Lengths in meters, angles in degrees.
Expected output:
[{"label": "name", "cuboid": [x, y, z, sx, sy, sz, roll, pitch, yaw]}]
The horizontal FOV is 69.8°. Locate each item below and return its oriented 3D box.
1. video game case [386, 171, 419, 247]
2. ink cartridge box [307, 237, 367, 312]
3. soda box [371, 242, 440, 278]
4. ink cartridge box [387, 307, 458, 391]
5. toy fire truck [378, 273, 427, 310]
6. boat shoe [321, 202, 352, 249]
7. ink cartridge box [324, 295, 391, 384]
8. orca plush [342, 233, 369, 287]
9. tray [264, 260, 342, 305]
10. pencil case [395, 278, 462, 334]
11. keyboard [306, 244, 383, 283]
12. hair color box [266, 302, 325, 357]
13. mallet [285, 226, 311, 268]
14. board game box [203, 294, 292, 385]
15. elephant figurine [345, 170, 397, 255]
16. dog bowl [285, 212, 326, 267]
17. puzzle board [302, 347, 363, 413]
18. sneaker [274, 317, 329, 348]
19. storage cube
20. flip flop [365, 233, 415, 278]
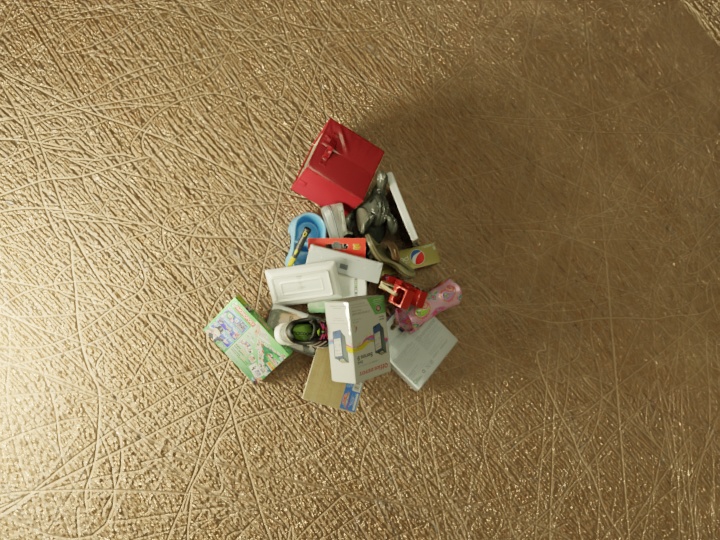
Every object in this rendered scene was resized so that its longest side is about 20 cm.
[{"label": "video game case", "cuboid": [0.124, -0.169, 1.486, 0.024, 0.182, 0.201, -22, 84, 6]}, {"label": "ink cartridge box", "cuboid": [-0.062, 0.016, 1.379, 0.159, 0.050, 0.202, 0, 113, 2]}, {"label": "soda box", "cuboid": [0.127, -0.025, 1.508, 0.199, 0.068, 0.065, -15, 83, -19]}, {"label": "ink cartridge box", "cuboid": [0.150, 0.203, 1.476, 0.200, 0.043, 0.196, 45, 68, 1]}, {"label": "toy fire truck", "cuboid": [0.098, 0.053, 1.355, 0.140, 0.200, 0.049, 17, 98, -38]}, {"label": "boat shoe", "cuboid": [-0.050, -0.090, 1.433, 0.066, 0.074, 0.201, -20, 115, -11]}, {"label": "ink cartridge box", "cuboid": [-0.004, 0.169, 1.297, 0.145, 0.087, 0.202, -6, 93, -48]}, {"label": "orca plush", "cuboid": [0.000, 0.000, 1.412, 0.105, 0.071, 0.202, -11, 105, -41]}, {"label": "tray", "cuboid": [-0.152, 0.039, 1.360, 0.198, 0.022, 0.108, -8, 107, 13]}, {"label": "pencil case", "cuboid": [0.191, 0.100, 1.449, 0.199, 0.087, 0.088, -30, 87, -23]}, {"label": "keyboard", "cuboid": [-0.042, -0.018, 1.359, 0.198, 0.011, 0.057, 15, 100, 1]}, {"label": "hair color box", "cuboid": [-0.157, 0.167, 1.381, 0.199, 0.061, 0.100, 19, 74, -11]}, {"label": "mallet", "cuboid": [-0.188, -0.035, 1.369, 0.065, 0.201, 0.041, 25, 27, 5]}, {"label": "board game box", "cuboid": [-0.287, 0.179, 1.315, 0.134, 0.029, 0.200, -42, 92, 17]}, {"label": "elephant figurine", "cuboid": [0.038, -0.151, 1.440, 0.141, 0.200, 0.155, -43, 92, -21]}, {"label": "dog bowl", "cuboid": [-0.148, -0.070, 1.445, 0.111, 0.050, 0.202, 7, 75, -15]}, {"label": "puzzle board", "cuboid": [-0.055, 0.257, 1.355, 0.150, 0.017, 0.201, 21, 74, -17]}, {"label": "sneaker", "cuboid": [-0.110, 0.156, 1.293, 0.198, 0.087, 0.074, 3, 78, -25]}, {"label": "storage cube", "cuboid": [-0.066, -0.279, 1.444, 0.179, 0.200, 0.172, 28, 70, -15]}, {"label": "flip flop", "cuboid": [0.087, -0.045, 1.394, 0.199, 0.081, 0.058, 34, 112, -30]}]
